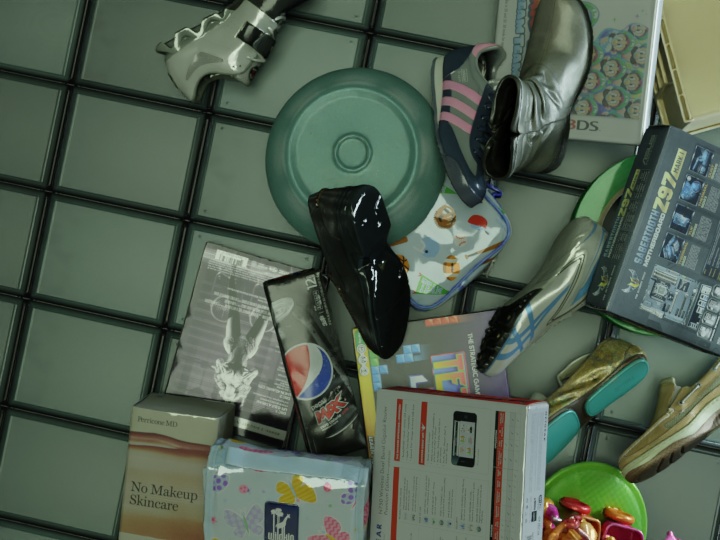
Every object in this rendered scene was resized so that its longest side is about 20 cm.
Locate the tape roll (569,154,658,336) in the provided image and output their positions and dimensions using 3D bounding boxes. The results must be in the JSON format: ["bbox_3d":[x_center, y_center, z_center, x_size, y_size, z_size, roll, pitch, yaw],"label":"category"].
[{"bbox_3d":[0.328,-0.029,1.288,0.198,0.048,0.203,0,88,4],"label":"tape roll"}]

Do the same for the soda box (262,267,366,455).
[{"bbox_3d":[-0.051,0.101,1.282,0.063,0.071,0.202,-16,94,-8],"label":"soda box"}]

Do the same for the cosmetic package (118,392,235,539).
[{"bbox_3d":[-0.202,0.245,1.283,0.102,0.087,0.202,6,94,5],"label":"cosmetic package"}]

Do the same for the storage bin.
[{"bbox_3d":[0.410,-0.267,1.268,0.198,0.094,0.201,-14,87,3],"label":"storage bin"}]

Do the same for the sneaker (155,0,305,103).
[{"bbox_3d":[-0.124,-0.257,1.313,0.199,0.074,0.089,-28,87,12],"label":"sneaker"}]

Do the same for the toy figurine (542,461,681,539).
[{"bbox_3d":[0.245,0.282,1.189,0.198,0.184,0.152,17,90,-15],"label":"toy figurine"}]

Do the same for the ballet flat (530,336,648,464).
[{"bbox_3d":[0.223,0.143,1.273,0.199,0.071,0.071,-38,87,-10],"label":"ballet flat"}]

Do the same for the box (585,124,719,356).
[{"bbox_3d":[0.338,-0.030,1.214,0.156,0.051,0.202,19,89,-19],"label":"box"}]

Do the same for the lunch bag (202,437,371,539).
[{"bbox_3d":[-0.075,0.253,1.220,0.168,0.201,0.128,7,53,2],"label":"lunch bag"}]

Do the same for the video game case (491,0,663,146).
[{"bbox_3d":[0.230,-0.242,1.263,0.180,0.024,0.202,9,98,29],"label":"video game case"}]

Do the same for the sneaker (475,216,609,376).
[{"bbox_3d":[0.198,0.037,1.236,0.072,0.072,0.200,39,91,-12],"label":"sneaker"}]

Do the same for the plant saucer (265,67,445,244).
[{"bbox_3d":[-0.007,-0.122,1.249,0.198,0.036,0.202,-1,84,6],"label":"plant saucer"}]

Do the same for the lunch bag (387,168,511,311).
[{"bbox_3d":[0.067,-0.061,1.293,0.160,0.076,0.200,-43,86,-1],"label":"lunch bag"}]

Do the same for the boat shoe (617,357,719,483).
[{"bbox_3d":[0.347,0.151,1.269,0.199,0.072,0.076,-30,69,-18],"label":"boat shoe"}]

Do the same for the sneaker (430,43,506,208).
[{"bbox_3d":[0.124,-0.162,1.243,0.081,0.070,0.202,-19,56,23],"label":"sneaker"}]

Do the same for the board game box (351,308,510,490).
[{"bbox_3d":[0.084,0.152,1.294,0.163,0.057,0.202,-8,88,4],"label":"board game box"}]

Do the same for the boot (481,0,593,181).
[{"bbox_3d":[0.181,-0.191,1.207,0.067,0.130,0.202,12,100,28],"label":"boot"}]

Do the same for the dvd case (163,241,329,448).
[{"bbox_3d":[-0.131,0.084,1.328,0.147,0.016,0.202,15,89,2],"label":"dvd case"}]

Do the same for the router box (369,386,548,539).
[{"bbox_3d":[0.098,0.226,1.199,0.178,0.049,0.202,3,90,34],"label":"router box"}]

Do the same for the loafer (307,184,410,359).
[{"bbox_3d":[0.000,0.000,1.225,0.072,0.073,0.202,8,123,37],"label":"loafer"}]
